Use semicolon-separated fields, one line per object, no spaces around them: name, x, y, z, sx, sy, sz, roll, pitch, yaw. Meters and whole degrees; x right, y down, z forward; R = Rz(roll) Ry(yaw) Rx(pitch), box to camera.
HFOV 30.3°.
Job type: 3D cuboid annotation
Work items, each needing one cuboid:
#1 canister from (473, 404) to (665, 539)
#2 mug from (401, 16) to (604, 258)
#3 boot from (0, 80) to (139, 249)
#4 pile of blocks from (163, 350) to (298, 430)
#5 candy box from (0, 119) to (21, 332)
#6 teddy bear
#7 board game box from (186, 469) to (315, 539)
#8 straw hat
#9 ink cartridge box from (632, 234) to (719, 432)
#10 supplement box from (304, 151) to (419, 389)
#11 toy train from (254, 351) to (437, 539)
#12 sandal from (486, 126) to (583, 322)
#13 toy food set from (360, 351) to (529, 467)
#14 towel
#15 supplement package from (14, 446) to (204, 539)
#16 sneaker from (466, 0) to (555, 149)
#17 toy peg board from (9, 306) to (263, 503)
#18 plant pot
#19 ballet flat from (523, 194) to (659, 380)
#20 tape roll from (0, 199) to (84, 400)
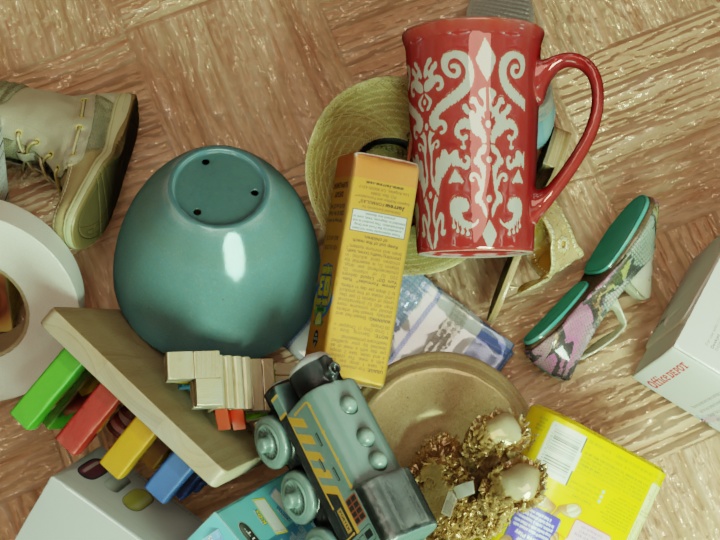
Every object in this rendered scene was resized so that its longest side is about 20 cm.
canister;0.170;0.239;1.175;0.147;0.086;0.202;28;85;-21
mug;0.117;-0.116;1.195;0.132;0.176;0.204;4;86;-45
boot;-0.303;-0.105;1.260;0.152;0.073;0.202;9;45;1
pile of blocks;-0.113;0.113;1.184;0.081;0.199;0.063;-12;75;32
candy box;-0.379;-0.042;1.209;0.115;0.057;0.203;0;118;-3
teddy bear;0.080;0.203;1.141;0.201;0.066;0.145;-52;48;11
board game box;-0.056;0.257;1.134;0.047;0.200;0.151;-43;81;12
straw hat;0.029;-0.081;1.291;0.198;0.085;0.205;2;83;-18
ink cartridge box;0.384;0.077;1.235;0.198;0.147;0.147;31;76;5
supplement box;0.000;0.000;1.191;0.068;0.066;0.204;8;88;-16
toy train;-0.015;0.166;1.103;0.084;0.114;0.202;-8;61;-40
sandal;0.188;-0.038;1.294;0.069;0.078;0.214;21;68;0
toy food set;0.072;0.177;1.229;0.197;0.049;0.201;34;89;-1
towel;0.034;0.068;1.282;0.199;0.024;0.147;38;77;7
supplement package;-0.201;0.280;1.138;0.199;0.111;0.157;34;101;6
sneaker;0.151;-0.205;1.345;0.073;0.082;0.202;-9;53;5
toy peg board;-0.196;0.136;1.173;0.199;0.200;0.098;42;94;8
plant pot;-0.129;-0.034;1.213;0.196;0.136;0.203;3;56;-5
ballet flat;0.238;0.022;1.290;0.071;0.069;0.201;41;80;-11
tape roll;-0.349;0.028;1.197;0.199;0.206;0.037;0;32;-3
